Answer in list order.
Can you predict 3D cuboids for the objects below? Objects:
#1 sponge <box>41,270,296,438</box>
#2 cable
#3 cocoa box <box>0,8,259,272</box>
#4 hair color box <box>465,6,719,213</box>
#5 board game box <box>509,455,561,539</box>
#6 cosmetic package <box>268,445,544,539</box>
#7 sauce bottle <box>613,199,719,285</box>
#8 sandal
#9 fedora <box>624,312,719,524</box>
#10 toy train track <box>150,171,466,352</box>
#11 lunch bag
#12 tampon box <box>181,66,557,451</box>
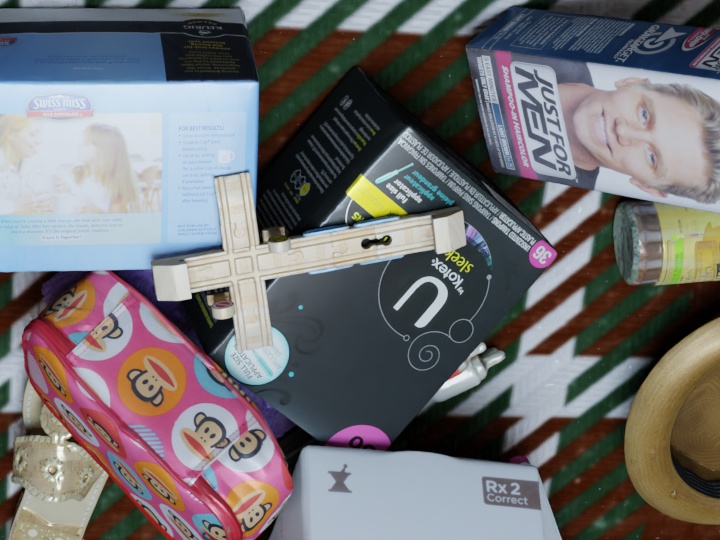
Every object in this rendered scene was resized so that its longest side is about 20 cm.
[{"bbox_3d":[-0.120,0.050,1.434,0.111,0.030,0.200,-36,117,10],"label":"sponge"},{"bbox_3d":[0.011,0.101,1.456,0.199,0.097,0.051,-36,75,6],"label":"cable"},{"bbox_3d":[-0.167,-0.085,1.291,0.198,0.132,0.135,-1,118,-9],"label":"cocoa box"},{"bbox_3d":[0.170,-0.105,1.308,0.060,0.199,0.101,-41,128,-36],"label":"hair color box"},{"bbox_3d":[0.062,0.250,1.507,0.198,0.026,0.201,-20,118,1],"label":"board game box"},{"bbox_3d":[0.022,0.242,1.351,0.163,0.166,0.201,5,143,-11],"label":"cosmetic package"},{"bbox_3d":[0.282,-0.027,1.440,0.198,0.065,0.065,-5,120,-6],"label":"sauce bottle"},{"bbox_3d":[-0.213,0.149,1.431,0.077,0.070,0.213,13,124,-6],"label":"sandal"},{"bbox_3d":[0.278,0.094,1.496,0.198,0.082,0.202,-5,125,-7],"label":"fedora"},{"bbox_3d":[-0.029,-0.008,1.255,0.198,0.033,0.116,-11,110,-9],"label":"toy train track"},{"bbox_3d":[-0.135,0.102,1.329,0.082,0.176,0.200,-42,82,-19],"label":"lunch bag"},{"bbox_3d":[0.000,0.000,1.354,0.149,0.126,0.200,37,98,-26],"label":"tampon box"}]
